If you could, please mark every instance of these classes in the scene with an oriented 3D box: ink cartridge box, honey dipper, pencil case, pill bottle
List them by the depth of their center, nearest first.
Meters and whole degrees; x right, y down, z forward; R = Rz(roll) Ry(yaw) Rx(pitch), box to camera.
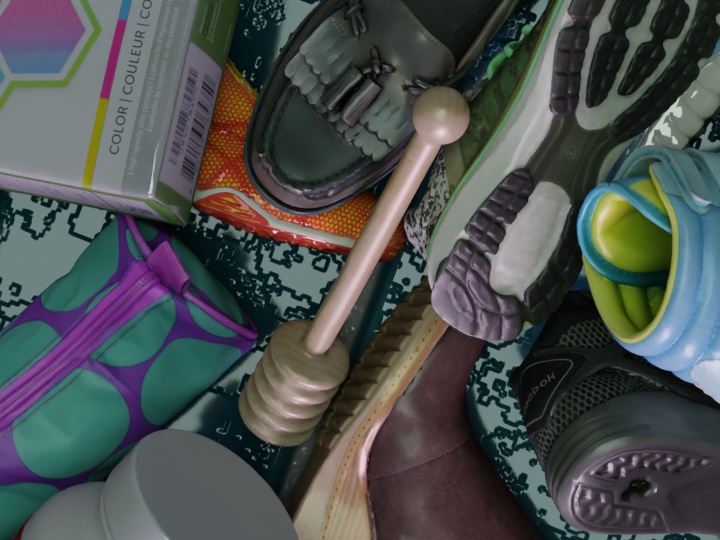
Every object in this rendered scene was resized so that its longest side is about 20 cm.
[{"bbox_3d":[-0.158,-0.091,0.906,0.198,0.059,0.105,11,82,13],"label":"ink cartridge box"},{"bbox_3d":[0.000,0.000,0.906,0.038,0.038,0.200,33,132,3],"label":"honey dipper"},{"bbox_3d":[-0.116,0.162,0.914,0.112,0.112,0.200,43,115,2],"label":"pill bottle"},{"bbox_3d":[-0.142,0.063,0.949,0.200,0.092,0.085,-41,76,4],"label":"pencil case"}]

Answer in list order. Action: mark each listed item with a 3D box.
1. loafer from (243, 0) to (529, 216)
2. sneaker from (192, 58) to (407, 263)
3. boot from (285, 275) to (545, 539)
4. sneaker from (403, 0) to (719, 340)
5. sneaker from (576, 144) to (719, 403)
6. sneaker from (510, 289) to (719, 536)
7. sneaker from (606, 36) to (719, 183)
[{"bbox_3d":[0.026,-0.108,0.910,0.072,0.063,0.200,42,74,0],"label":"loafer"},{"bbox_3d":[-0.065,-0.065,0.948,0.199,0.073,0.078,29,89,1],"label":"sneaker"},{"bbox_3d":[0.055,0.114,0.959,0.166,0.072,0.201,28,94,-9],"label":"boot"},{"bbox_3d":[0.072,-0.076,0.889,0.077,0.089,0.201,28,96,-36],"label":"sneaker"},{"bbox_3d":[0.153,-0.037,0.862,0.130,0.080,0.201,25,54,-15],"label":"sneaker"},{"bbox_3d":[0.143,0.059,0.916,0.198,0.115,0.076,11,127,-33],"label":"sneaker"},{"bbox_3d":[0.134,-0.116,0.925,0.090,0.078,0.200,39,95,6],"label":"sneaker"}]
